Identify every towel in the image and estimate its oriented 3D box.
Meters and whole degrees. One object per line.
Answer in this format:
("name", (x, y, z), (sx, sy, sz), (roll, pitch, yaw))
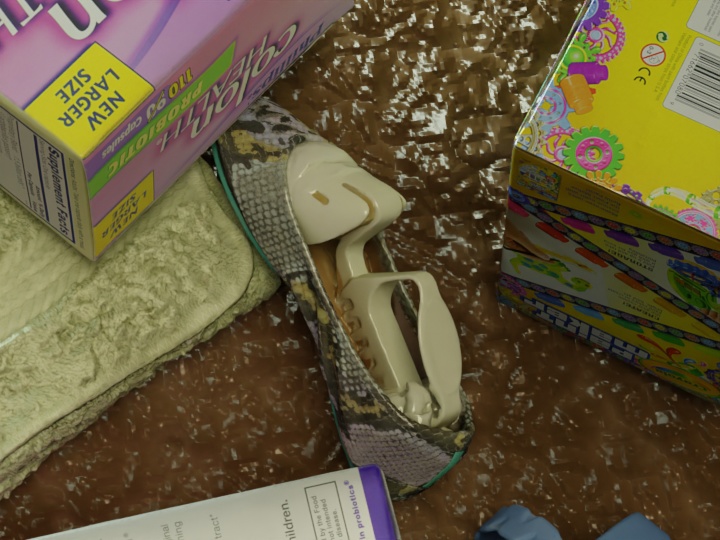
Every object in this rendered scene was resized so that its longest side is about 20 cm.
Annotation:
("towel", (-0.150, 0.004, 0.975), (0.200, 0.036, 0.148), (-37, 83, -15))

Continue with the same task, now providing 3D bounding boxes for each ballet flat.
("ballet flat", (0.000, 0.000, 0.979), (0.072, 0.072, 0.200), (-22, 81, -13))

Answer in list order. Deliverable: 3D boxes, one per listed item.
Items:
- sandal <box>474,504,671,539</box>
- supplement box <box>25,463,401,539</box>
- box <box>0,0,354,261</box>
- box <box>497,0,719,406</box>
("sandal", (0.126, 0.144, 0.962), (0.200, 0.079, 0.087), (3, 62, -12))
("supplement box", (-0.079, 0.157, 0.902), (0.200, 0.101, 0.103), (-13, 73, -7))
("box", (-0.131, -0.140, 0.959), (0.200, 0.097, 0.176), (39, 68, 13))
("box", (0.157, -0.075, 0.952), (0.122, 0.193, 0.200), (26, 74, 9))
